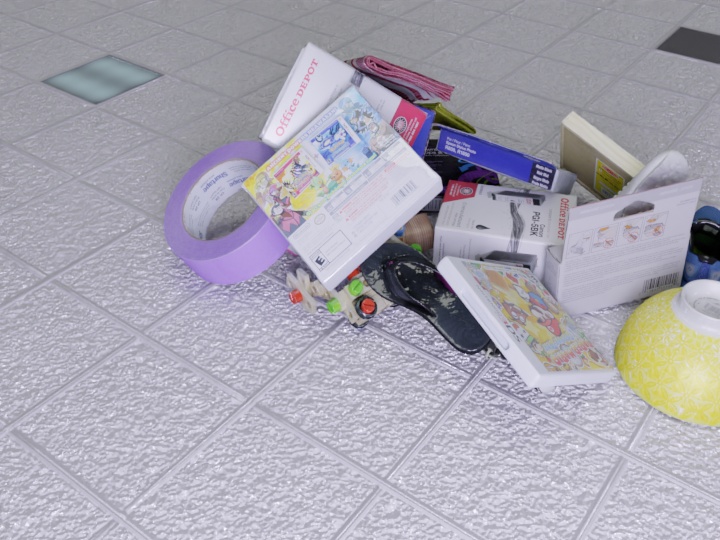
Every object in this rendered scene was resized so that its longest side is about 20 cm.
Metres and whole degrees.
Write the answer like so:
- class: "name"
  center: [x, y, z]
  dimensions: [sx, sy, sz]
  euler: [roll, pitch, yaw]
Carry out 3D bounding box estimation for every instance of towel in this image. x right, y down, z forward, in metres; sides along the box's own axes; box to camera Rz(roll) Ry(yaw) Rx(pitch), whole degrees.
- class: "towel"
  center: [0.113, -0.255, 1.332]
  dimensions: [0.085, 0.018, 0.199]
  euler: [25, 2, -25]
- class: "towel"
  center: [0.035, -0.276, 1.181]
  dimensions: [0.141, 0.023, 0.200]
  euler: [15, 4, -21]

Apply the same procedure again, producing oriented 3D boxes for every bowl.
- class: "bowl"
  center: [0.418, 0.079, 0.979]
  dimensions: [0.195, 0.110, 0.202]
  euler: [1, 37, 0]

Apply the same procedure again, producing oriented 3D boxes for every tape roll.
- class: "tape roll"
  center: [-0.181, -0.084, 1.148]
  dimensions: [0.196, 0.066, 0.204]
  euler: [-14, 54, 20]

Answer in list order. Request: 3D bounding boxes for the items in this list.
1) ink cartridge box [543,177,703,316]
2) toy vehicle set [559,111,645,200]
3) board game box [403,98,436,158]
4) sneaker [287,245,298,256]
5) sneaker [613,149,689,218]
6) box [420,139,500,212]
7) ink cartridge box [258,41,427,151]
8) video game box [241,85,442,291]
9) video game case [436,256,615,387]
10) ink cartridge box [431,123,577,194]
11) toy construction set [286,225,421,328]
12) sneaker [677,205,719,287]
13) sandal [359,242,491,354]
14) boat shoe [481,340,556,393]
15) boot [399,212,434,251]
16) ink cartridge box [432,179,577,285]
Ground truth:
- class: "ink cartridge box"
  center: [0.342, -0.035, 1.063]
  dimensions: [0.196, 0.179, 0.045]
  euler: [-13, 36, -13]
- class: "toy vehicle set"
  center: [0.385, -0.141, 1.226]
  dimensions: [0.026, 0.125, 0.200]
  euler: [-39, 63, -9]
- class: "board game box"
  center: [0.005, -0.231, 1.292]
  dimensions: [0.156, 0.099, 0.200]
  euler: [15, 4, -21]
- class: "sneaker"
  center: [-0.095, -0.114, 1.228]
  dimensions: [0.081, 0.088, 0.202]
  euler: [33, 26, -36]
- class: "sneaker"
  center: [0.379, -0.088, 1.129]
  dimensions: [0.075, 0.202, 0.081]
  euler: [16, 31, -19]
- class: "box"
  center: [0.159, -0.162, 1.361]
  dimensions: [0.139, 0.037, 0.202]
  euler: [1, 35, 0]
- class: "ink cartridge box"
  center: [-0.028, -0.204, 1.133]
  dimensions: [0.197, 0.147, 0.083]
  euler: [27, 4, -15]
- class: "video game box"
  center: [-0.025, -0.107, 1.036]
  dimensions: [0.199, 0.047, 0.183]
  euler: [-40, 72, -3]
- class: "video game case"
  center: [0.200, 0.060, 0.958]
  dimensions: [0.198, 0.023, 0.183]
  euler: [7, 39, -49]
- class: "ink cartridge box"
  center: [0.220, -0.168, 1.238]
  dimensions: [0.197, 0.041, 0.199]
  euler: [24, 11, 24]
- class: "toy construction set"
  center: [0.000, 0.000, 1.080]
  dimensions: [0.198, 0.092, 0.132]
  euler: [-33, 79, -14]
- class: "sneaker"
  center: [0.503, -0.041, 1.156]
  dimensions: [0.077, 0.091, 0.201]
  euler: [14, 39, 16]
- class: "sandal"
  center: [0.082, 0.022, 0.995]
  dimensions: [0.199, 0.048, 0.076]
  euler: [35, 74, 22]
- class: "boat shoe"
  center: [0.177, 0.082, 1.015]
  dimensions: [0.063, 0.071, 0.202]
  euler: [-34, 48, 8]
- class: "boot"
  center: [0.013, -0.078, 1.227]
  dimensions: [0.152, 0.078, 0.202]
  euler: [-12, 45, -10]
- class: "ink cartridge box"
  center: [0.212, -0.052, 1.172]
  dimensions: [0.195, 0.084, 0.148]
  euler: [8, 36, 11]
